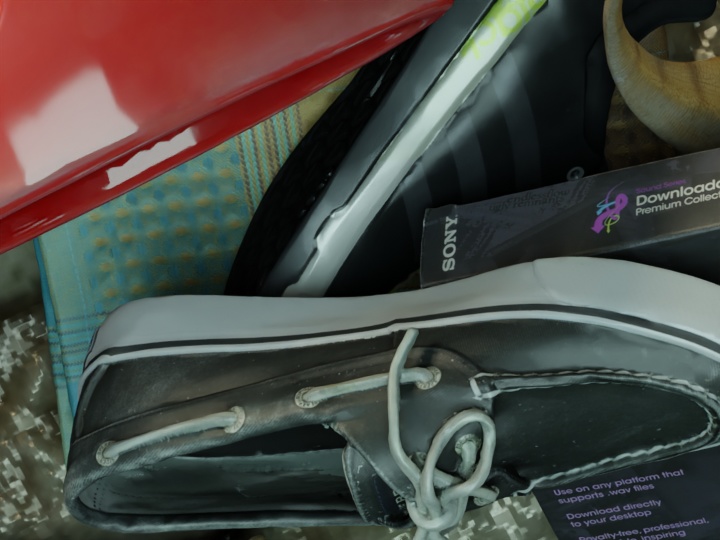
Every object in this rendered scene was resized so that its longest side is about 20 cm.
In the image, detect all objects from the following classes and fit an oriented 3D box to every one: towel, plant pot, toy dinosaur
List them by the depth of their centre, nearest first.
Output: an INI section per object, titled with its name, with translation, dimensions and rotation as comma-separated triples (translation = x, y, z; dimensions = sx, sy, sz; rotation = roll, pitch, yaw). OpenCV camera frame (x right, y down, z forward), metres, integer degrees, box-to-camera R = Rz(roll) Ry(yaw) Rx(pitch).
[plant pot]
translation = -0.101, -0.104, 0.795
dimensions = 0.200, 0.200, 0.183
rotation = -28, 89, 7
[toy dinosaur]
translation = 0.106, -0.041, 0.862
dimensions = 0.200, 0.060, 0.106
rotation = 3, 109, -45
[towel]
translation = 0.000, 0.000, 0.923
dimensions = 0.199, 0.022, 0.147
rotation = -6, 107, 0

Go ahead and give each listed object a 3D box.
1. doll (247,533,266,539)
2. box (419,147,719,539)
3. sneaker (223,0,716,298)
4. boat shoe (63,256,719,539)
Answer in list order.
[doll]
translation = -0.123, 0.124, 0.906
dimensions = 0.199, 0.137, 0.049
rotation = -8, 142, -2
[box]
translation = 0.117, 0.043, 0.870
dimensions = 0.143, 0.036, 0.200
rotation = -13, 133, 19
[sneaker]
translation = 0.034, -0.030, 0.867
dimensions = 0.083, 0.072, 0.200
rotation = 33, 103, -14
[boat shoe]
translation = 0.015, 0.043, 0.808
dimensions = 0.199, 0.068, 0.074
rotation = 1, 139, 12
